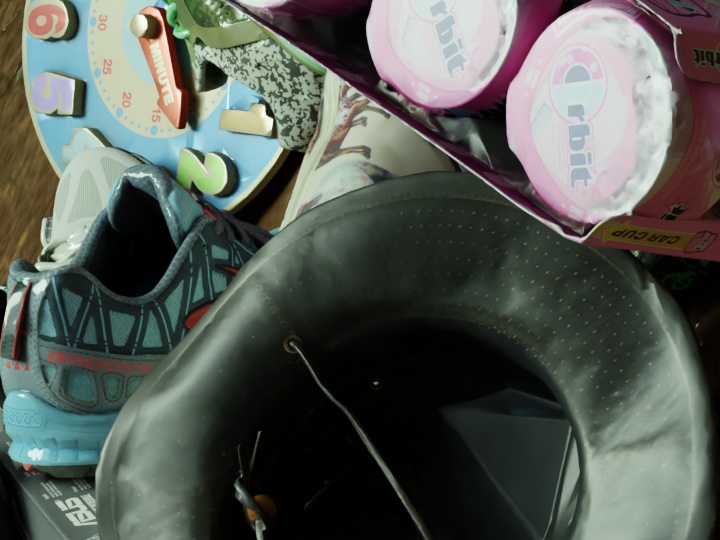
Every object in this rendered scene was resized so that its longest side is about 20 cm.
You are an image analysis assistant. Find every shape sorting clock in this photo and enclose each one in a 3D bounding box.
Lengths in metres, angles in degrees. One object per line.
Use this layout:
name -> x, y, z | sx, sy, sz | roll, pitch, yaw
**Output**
shape sorting clock -> -0.095, -0.117, 1.164 | 0.199, 0.039, 0.201 | -1, 88, 35

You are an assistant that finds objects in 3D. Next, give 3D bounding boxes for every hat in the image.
hat -> 0.022, 0.075, 0.744 | 0.199, 0.081, 0.202 | -5, 75, 19

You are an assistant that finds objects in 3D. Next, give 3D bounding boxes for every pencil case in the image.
pencil case -> 0.000, 0.000, 0.864 | 0.078, 0.089, 0.201 | -24, 42, 53

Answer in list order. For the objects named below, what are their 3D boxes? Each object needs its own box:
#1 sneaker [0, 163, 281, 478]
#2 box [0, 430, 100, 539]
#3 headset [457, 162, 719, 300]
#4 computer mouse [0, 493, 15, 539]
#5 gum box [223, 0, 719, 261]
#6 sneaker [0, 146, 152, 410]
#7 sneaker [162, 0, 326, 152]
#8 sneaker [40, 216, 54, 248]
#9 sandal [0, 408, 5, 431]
sneaker -> -0.056, 0.003, 0.902 | 0.079, 0.200, 0.096 | 3, 111, 35
box -> -0.083, 0.149, 0.871 | 0.200, 0.049, 0.159 | -153, 52, -69
headset -> 0.067, -0.078, 0.792 | 0.124, 0.094, 0.201 | -53, 36, 29
computer mouse -> -0.148, 0.121, 0.902 | 0.053, 0.201, 0.138 | -25, 21, -14
gum box -> 0.053, -0.070, 0.689 | 0.200, 0.113, 0.066 | 38, 114, 40
sneaker -> -0.122, 0.007, 1.070 | 0.075, 0.115, 0.201 | -27, 52, 18
sneaker -> -0.069, -0.125, 1.090 | 0.200, 0.077, 0.089 | 44, 121, 29
sneaker -> -0.164, 0.058, 1.222 | 0.201, 0.080, 0.077 | -59, 24, 23
sandal -> -0.192, 0.124, 1.148 | 0.079, 0.059, 0.208 | 130, 130, -72
